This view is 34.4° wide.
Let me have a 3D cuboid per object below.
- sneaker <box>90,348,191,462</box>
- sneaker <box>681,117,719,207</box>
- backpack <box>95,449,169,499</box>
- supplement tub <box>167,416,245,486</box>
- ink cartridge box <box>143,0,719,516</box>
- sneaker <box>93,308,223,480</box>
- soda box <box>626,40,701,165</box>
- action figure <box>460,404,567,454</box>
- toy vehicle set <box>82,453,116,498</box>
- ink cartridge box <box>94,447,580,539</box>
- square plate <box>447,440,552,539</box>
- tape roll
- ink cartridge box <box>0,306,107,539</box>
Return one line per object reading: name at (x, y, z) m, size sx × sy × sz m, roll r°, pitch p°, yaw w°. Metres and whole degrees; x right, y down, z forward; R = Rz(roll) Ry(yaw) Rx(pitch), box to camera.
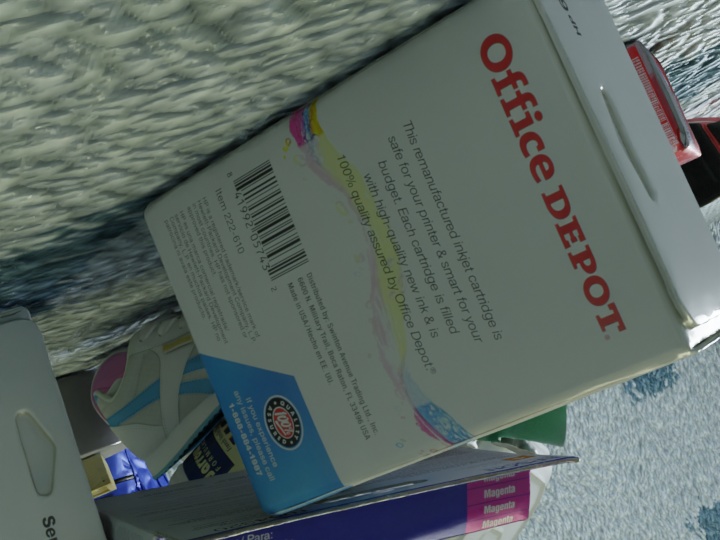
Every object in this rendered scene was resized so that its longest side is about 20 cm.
sneaker at (-0.117, 0.124, 0.933) m, size 0.081 × 0.200 × 0.088 m, roll -50°, pitch -176°, yaw 13°
sneaker at (0.244, -0.085, 0.973) m, size 0.200 × 0.074 × 0.087 m, roll -24°, pitch -172°, yaw 43°
backpack at (-0.284, 0.256, 1.246) m, size 0.162 × 0.200 × 0.168 m, roll -21°, pitch 173°, yaw -6°
supplement tub at (-0.038, 0.145, 0.786) m, size 0.200 × 0.145 × 0.145 m, roll -48°, pitch 174°, yaw -3°
ink cartridge box at (0.029, -0.005, 0.469) m, size 0.200 × 0.145 × 0.085 m, roll -27°, pitch 172°, yaw 33°
sneaker at (-0.106, 0.053, 0.782) m, size 0.200 × 0.081 × 0.077 m, roll -48°, pitch 175°, yaw 22°
soda box at (0.081, -0.050, 0.645) m, size 0.200 × 0.063 × 0.070 m, roll -25°, pitch 173°, yaw 21°
action figure at (0.092, 0.008, 0.693) m, size 0.118 × 0.200 × 0.055 m, roll 0°, pitch 158°, yaw 38°
toy vehicle set at (-0.276, 0.199, 1.008) m, size 0.124 × 0.027 × 0.200 m, roll -21°, pitch 173°, yaw -15°
ink cartridge box at (-0.022, 0.124, 0.588) m, size 0.196 × 0.043 × 0.200 m, roll -7°, pitch 179°, yaw -24°
square plate at (0.071, 0.200, 0.825) m, size 0.198 × 0.028 × 0.200 m, roll -55°, pitch 156°, yaw -4°
tape roll at (-0.287, 0.149, 0.976) m, size 0.200 × 0.066 × 0.200 m, roll -23°, pitch 173°, yaw -3°
ink cartridge box at (-0.216, 0.119, 0.640) m, size 0.084 × 0.146 × 0.200 m, roll -17°, pitch 170°, yaw -29°
